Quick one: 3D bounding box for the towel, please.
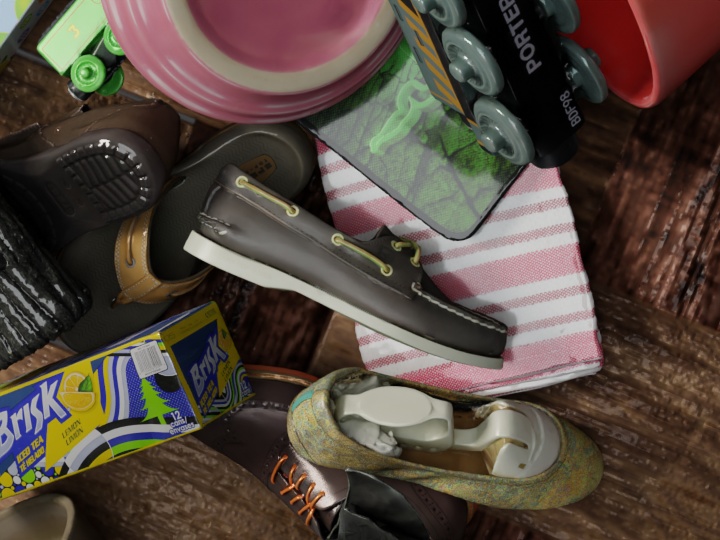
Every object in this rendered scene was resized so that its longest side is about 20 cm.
[{"bbox_3d":[0.059,-0.021,1.386,0.146,0.030,0.201,-13,92,10],"label":"towel"}]

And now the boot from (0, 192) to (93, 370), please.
[{"bbox_3d":[-0.266,-0.006,1.380,0.211,0.079,0.158,-12,118,53],"label":"boot"}]

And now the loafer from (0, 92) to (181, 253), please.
[{"bbox_3d":[-0.175,-0.058,1.373,0.200,0.071,0.073,-7,122,42],"label":"loafer"}]

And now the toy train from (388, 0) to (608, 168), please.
[{"bbox_3d":[0.062,-0.144,1.264,0.085,0.114,0.200,-40,131,-12],"label":"toy train"}]

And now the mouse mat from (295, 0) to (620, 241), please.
[{"bbox_3d":[0.058,-0.139,1.360,0.161,0.008,0.200,38,92,7],"label":"mouse mat"}]

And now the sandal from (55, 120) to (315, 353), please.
[{"bbox_3d":[-0.110,-0.017,1.383,0.200,0.055,0.082,-34,117,12],"label":"sandal"}]

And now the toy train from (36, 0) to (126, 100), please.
[{"bbox_3d":[-0.114,-0.185,1.349,0.056,0.042,0.200,45,101,12],"label":"toy train"}]

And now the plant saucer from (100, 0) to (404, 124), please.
[{"bbox_3d":[-0.049,-0.179,1.297,0.200,0.051,0.201,-6,107,-21],"label":"plant saucer"}]

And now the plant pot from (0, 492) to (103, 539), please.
[{"bbox_3d":[-0.201,0.266,1.393,0.200,0.200,0.174,-33,108,11],"label":"plant pot"}]

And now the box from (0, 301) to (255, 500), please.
[{"bbox_3d":[-0.167,0.084,1.379,0.200,0.070,0.064,-20,96,31],"label":"box"}]

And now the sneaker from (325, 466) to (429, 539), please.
[{"bbox_3d":[0.001,0.195,1.353,0.104,0.060,0.200,22,140,-10],"label":"sneaker"}]

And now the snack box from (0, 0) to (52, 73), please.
[{"bbox_3d":[-0.282,-0.211,1.398,0.200,0.053,0.142,38,102,2],"label":"snack box"}]

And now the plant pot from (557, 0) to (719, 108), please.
[{"bbox_3d":[0.178,-0.218,1.260,0.177,0.200,0.201,-33,91,-7],"label":"plant pot"}]

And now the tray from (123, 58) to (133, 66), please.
[{"bbox_3d":[-0.073,-0.205,1.376,0.098,0.037,0.200,25,99,5],"label":"tray"}]

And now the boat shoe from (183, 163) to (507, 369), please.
[{"bbox_3d":[0.000,0.000,1.340,0.201,0.072,0.061,22,90,-5],"label":"boat shoe"}]

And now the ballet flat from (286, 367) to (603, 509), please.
[{"bbox_3d":[0.057,0.097,1.349,0.199,0.071,0.071,10,99,-12],"label":"ballet flat"}]

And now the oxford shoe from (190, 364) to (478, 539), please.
[{"bbox_3d":[-0.027,0.117,1.382,0.200,0.073,0.071,21,127,6],"label":"oxford shoe"}]
